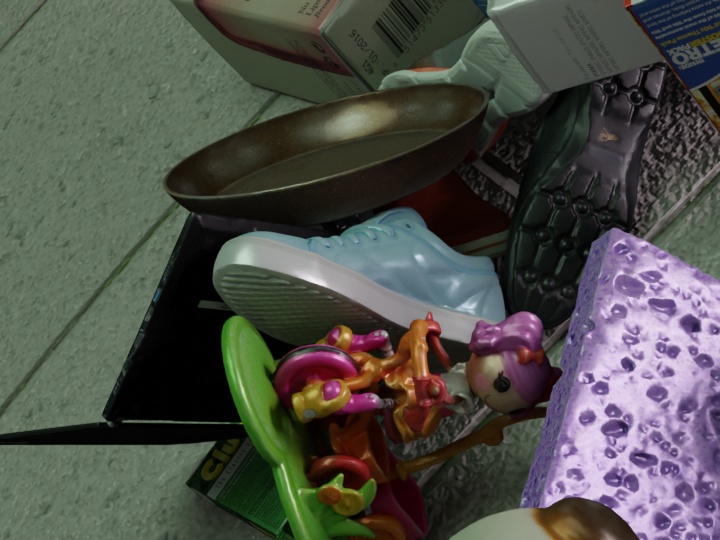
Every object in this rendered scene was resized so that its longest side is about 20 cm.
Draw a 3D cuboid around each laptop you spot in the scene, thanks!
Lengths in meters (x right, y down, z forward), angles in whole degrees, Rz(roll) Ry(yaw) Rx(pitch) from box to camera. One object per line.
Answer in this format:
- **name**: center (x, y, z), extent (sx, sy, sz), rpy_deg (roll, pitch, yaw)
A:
- **laptop**: center (-0.101, 0.042, 1.075), extent (0.103, 0.177, 0.200), rpy_deg (36, 108, 36)

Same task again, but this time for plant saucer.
- **plant saucer**: center (-0.017, -0.065, 1.099), extent (0.200, 0.035, 0.200), rpy_deg (-14, 16, 4)

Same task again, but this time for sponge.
- **sponge**: center (0.145, 0.087, 0.925), extent (0.030, 0.112, 0.200), rpy_deg (-40, 27, 58)

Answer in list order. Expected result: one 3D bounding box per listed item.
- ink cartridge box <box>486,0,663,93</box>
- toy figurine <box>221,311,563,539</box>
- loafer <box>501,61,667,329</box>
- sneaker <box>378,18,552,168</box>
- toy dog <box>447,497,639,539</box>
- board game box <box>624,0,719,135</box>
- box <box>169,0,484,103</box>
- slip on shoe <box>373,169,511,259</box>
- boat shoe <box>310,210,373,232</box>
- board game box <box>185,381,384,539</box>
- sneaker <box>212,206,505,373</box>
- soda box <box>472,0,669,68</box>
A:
- **ink cartridge box**: center (0.172, -0.197, 0.999), extent (0.200, 0.085, 0.146), rpy_deg (-16, 54, 27)
- **toy figurine**: center (0.049, 0.073, 0.983), extent (0.184, 0.200, 0.150), rpy_deg (-20, 38, 11)
- **loafer**: center (0.133, -0.055, 1.109), extent (0.070, 0.068, 0.201), rpy_deg (128, 163, -75)
- **sneaker**: center (0.086, -0.125, 1.186), extent (0.082, 0.077, 0.200), rpy_deg (-42, 11, -28)
- **toy dog**: center (0.086, 0.199, 0.783), extent (0.140, 0.194, 0.200), rpy_deg (-30, 64, 24)
- **board game box**: center (0.246, -0.111, 0.937), extent (0.151, 0.200, 0.046), rpy_deg (-19, 45, 28)
- **box**: center (-0.023, -0.200, 1.334), extent (0.200, 0.109, 0.128), rpy_deg (21, 72, 49)
- **slip on shoe**: center (0.030, -0.052, 1.177), extent (0.074, 0.061, 0.200), rpy_deg (-20, 31, -22)
- **boat shoe**: center (-0.049, 0.000, 1.179), extent (0.066, 0.075, 0.199), rpy_deg (-31, -10, -32)
- **board game box**: center (-0.020, 0.072, 1.157), extent (0.105, 0.023, 0.200), rpy_deg (22, 72, 49)
- **sneaker**: center (0.000, 0.000, 1.026), extent (0.074, 0.200, 0.082), rpy_deg (-23, 59, 40)
- **soda box**: center (0.169, -0.175, 1.174), extent (0.200, 0.064, 0.068), rpy_deg (13, 66, 48)
